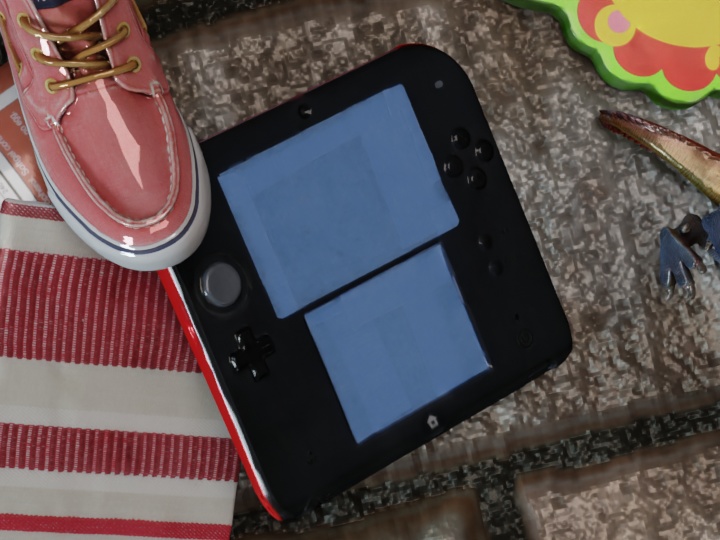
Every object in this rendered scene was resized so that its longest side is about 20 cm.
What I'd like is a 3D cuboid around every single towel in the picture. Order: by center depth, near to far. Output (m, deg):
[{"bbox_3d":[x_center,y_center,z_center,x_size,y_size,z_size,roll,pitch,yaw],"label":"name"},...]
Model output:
[{"bbox_3d":[-0.119,0.071,1.339,0.144,0.023,0.200,6,95,-32],"label":"towel"}]

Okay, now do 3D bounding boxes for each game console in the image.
[{"bbox_3d":[0.000,0.000,1.363,0.200,0.031,0.177,-28,95,-33],"label":"game console"}]

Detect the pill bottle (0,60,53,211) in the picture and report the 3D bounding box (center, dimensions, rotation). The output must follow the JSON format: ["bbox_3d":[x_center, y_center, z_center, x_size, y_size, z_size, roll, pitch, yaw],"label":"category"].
[{"bbox_3d":[-0.180,-0.022,1.365,0.200,0.112,0.112,-36,84,-10],"label":"pill bottle"}]

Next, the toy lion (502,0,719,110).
[{"bbox_3d":[0.138,-0.177,1.452,0.200,0.069,0.192,-3,87,-5],"label":"toy lion"}]

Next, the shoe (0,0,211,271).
[{"bbox_3d":[-0.127,-0.099,1.281,0.071,0.091,0.200,-23,64,-4],"label":"shoe"}]

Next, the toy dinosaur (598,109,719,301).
[{"bbox_3d":[0.245,-0.027,1.417,0.181,0.105,0.200,-10,66,-27],"label":"toy dinosaur"}]
